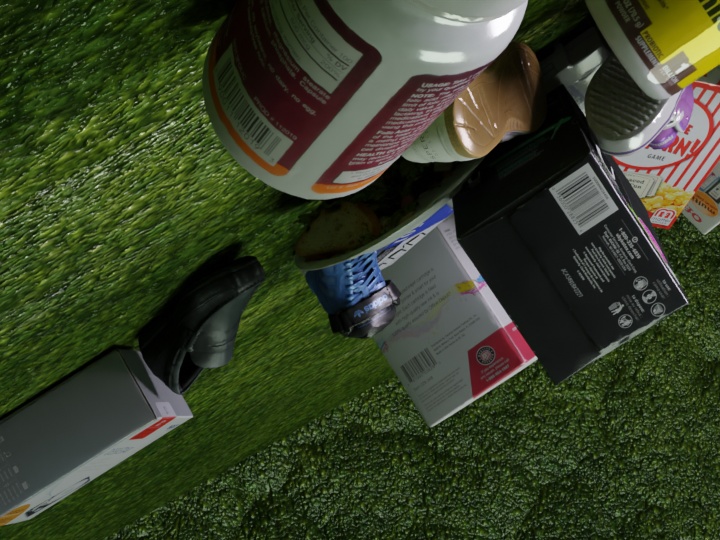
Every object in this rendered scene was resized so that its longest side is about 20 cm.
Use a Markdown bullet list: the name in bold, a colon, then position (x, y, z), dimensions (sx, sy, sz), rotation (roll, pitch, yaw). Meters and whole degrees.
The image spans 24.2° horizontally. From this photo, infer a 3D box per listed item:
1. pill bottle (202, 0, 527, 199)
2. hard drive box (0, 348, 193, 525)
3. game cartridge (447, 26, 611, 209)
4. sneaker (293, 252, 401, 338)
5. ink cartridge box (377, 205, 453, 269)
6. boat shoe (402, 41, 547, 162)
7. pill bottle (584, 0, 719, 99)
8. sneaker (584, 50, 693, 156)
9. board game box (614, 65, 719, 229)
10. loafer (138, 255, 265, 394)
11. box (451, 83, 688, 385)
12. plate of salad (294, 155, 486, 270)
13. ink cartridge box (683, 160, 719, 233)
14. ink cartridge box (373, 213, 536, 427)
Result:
- **pill bottle**: position (0.009, -0.125, 0.786), dimensions (0.114, 0.115, 0.200), rotation (-26, 171, -33)
- **hard drive box**: position (-0.274, 0.158, 1.586), dimensions (0.199, 0.077, 0.156), rotation (-33, 173, 4)
- **game cartridge**: position (0.152, -0.118, 1.450), dimensions (0.199, 0.039, 0.129), rotation (-34, 133, 19)
- **sneaker**: position (0.001, -0.001, 1.529), dimensions (0.076, 0.112, 0.200), rotation (-28, 171, -22)
- **ink cartridge box**: position (0.038, -0.048, 1.619), dimensions (0.094, 0.044, 0.200), rotation (-28, 171, -38)
- **boat shoe**: position (0.084, -0.125, 1.272), dimensions (0.069, 0.072, 0.200), rotation (-13, -172, 30)
- **pill bottle**: position (0.266, -0.219, 1.204), dimensions (0.199, 0.110, 0.109), rotation (-34, 172, 18)
- **sneaker**: position (0.234, -0.128, 1.336), dimensions (0.072, 0.115, 0.201), rotation (1, -141, 24)
- **board game box**: position (0.257, -0.127, 1.541), dimensions (0.150, 0.047, 0.201), rotation (9, 142, -14)
- **loafer**: position (-0.132, 0.049, 1.475), dimensions (0.068, 0.071, 0.200), rotation (-25, 170, -38)
- **box**: position (0.158, -0.034, 1.328), dimensions (0.124, 0.149, 0.200), rotation (-32, -163, 11)
- **plate of salad**: position (0.023, -0.071, 1.349), dimensions (0.199, 0.048, 0.200), rotation (-34, -165, 10)
- **ink cartridge box**: position (0.392, -0.161, 1.761), dimensions (0.144, 0.147, 0.200), rotation (-42, 175, -20)
- **ink cartridge box**: position (0.088, 0.041, 1.790), dimensions (0.147, 0.201, 0.085), rotation (-36, 171, 32)
